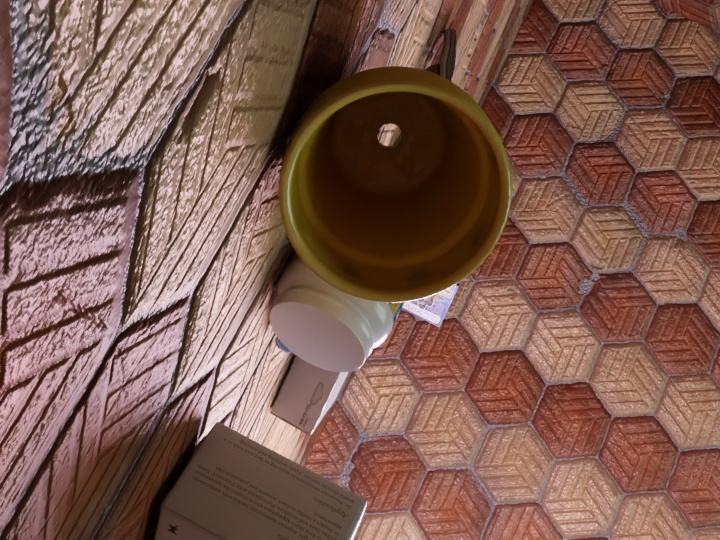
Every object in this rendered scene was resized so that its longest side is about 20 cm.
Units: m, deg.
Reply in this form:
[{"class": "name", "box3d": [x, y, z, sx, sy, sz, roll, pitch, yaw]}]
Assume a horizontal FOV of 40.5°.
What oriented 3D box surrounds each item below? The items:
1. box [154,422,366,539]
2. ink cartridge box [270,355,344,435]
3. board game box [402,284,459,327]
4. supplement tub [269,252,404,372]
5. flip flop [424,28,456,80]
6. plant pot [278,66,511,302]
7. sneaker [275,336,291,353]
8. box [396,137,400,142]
[{"class": "box", "box3d": [-0.123, 0.315, 1.113, 0.131, 0.198, 0.201, -58, 172, -46]}, {"class": "ink cartridge box", "box3d": [-0.071, 0.176, 1.694, 0.145, 0.083, 0.200, -65, 176, 14]}, {"class": "board game box", "box3d": [0.107, 0.027, 2.121, 0.035, 0.199, 0.136, -58, 173, -47]}, {"class": "supplement tub", "box3d": [-0.010, 0.004, 1.158, 0.201, 0.144, 0.145, -61, 174, -34]}, {"class": "flip flop", "box3d": [0.113, -0.293, 1.520, 0.081, 0.057, 0.202, 92, 9, -66]}, {"class": "plant pot", "box3d": [0.028, -0.100, 0.908, 0.189, 0.199, 0.202, -92, -157, -65]}, {"class": "sneaker", "box3d": [-0.058, 0.021, 1.268, 0.077, 0.076, 0.201, -34, -158, 53]}, {"class": "box", "box3d": [0.055, -0.121, 1.672, 0.117, 0.060, 0.201, -59, 173, -44]}]
